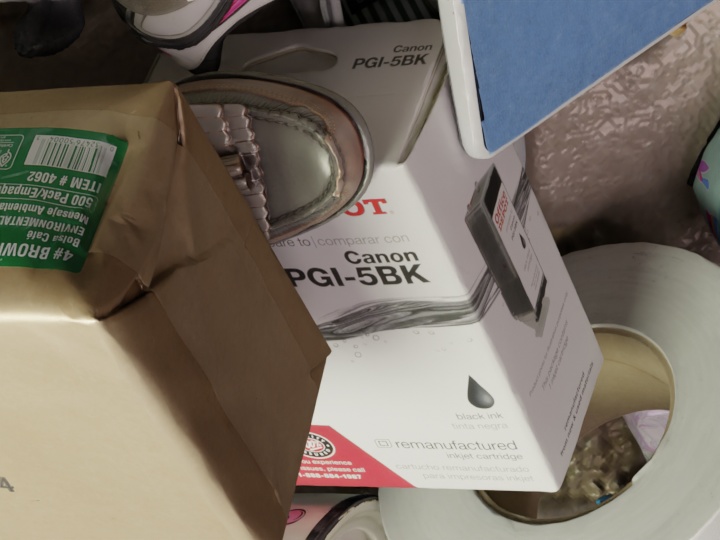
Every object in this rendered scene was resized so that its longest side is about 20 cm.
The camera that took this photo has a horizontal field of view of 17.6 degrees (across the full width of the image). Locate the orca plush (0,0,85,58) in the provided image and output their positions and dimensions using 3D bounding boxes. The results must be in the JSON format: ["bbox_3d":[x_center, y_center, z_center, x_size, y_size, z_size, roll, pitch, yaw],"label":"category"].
[{"bbox_3d":[-0.159,-0.122,0.872,0.200,0.071,0.106,-39,117,-35],"label":"orca plush"}]

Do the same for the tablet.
[{"bbox_3d":[0.103,-0.142,0.918,0.200,0.014,0.131,-35,132,-31],"label":"tablet"}]

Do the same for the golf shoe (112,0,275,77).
[{"bbox_3d":[-0.015,-0.159,0.888,0.200,0.073,0.092,-38,132,-6],"label":"golf shoe"}]

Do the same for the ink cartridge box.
[{"bbox_3d":[0.000,0.000,0.984,0.146,0.083,0.200,-2,136,28],"label":"ink cartridge box"}]

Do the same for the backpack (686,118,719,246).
[{"bbox_3d":[0.260,-0.022,1.114,0.200,0.127,0.167,23,113,-32],"label":"backpack"}]

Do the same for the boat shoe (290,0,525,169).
[{"bbox_3d":[0.020,-0.081,0.994,0.073,0.067,0.200,-38,130,3],"label":"boat shoe"}]

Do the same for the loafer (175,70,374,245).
[{"bbox_3d":[-0.093,-0.033,0.888,0.063,0.199,0.072,-37,122,-57],"label":"loafer"}]

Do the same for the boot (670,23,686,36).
[{"bbox_3d":[0.125,-0.203,0.960,0.144,0.071,0.201,-42,126,6],"label":"boot"}]

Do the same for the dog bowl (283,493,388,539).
[{"bbox_3d":[-0.047,0.194,1.087,0.200,0.074,0.201,13,90,-70],"label":"dog bowl"}]

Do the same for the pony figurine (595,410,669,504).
[{"bbox_3d":[0.190,0.122,1.180,0.200,0.167,0.193,10,126,-48],"label":"pony figurine"}]

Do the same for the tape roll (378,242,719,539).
[{"bbox_3d":[0.110,0.088,1.066,0.202,0.203,0.071,-38,130,3],"label":"tape roll"}]

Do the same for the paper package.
[{"bbox_3d":[-0.135,0.027,0.856,0.199,0.104,0.191,0,146,22],"label":"paper package"}]
